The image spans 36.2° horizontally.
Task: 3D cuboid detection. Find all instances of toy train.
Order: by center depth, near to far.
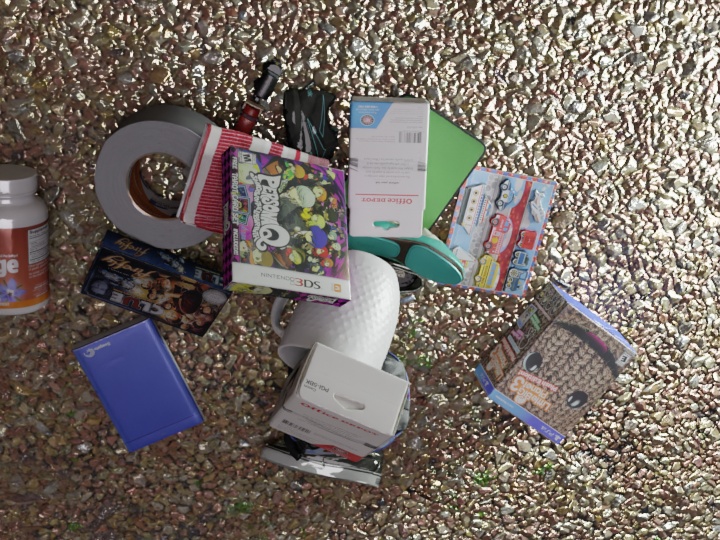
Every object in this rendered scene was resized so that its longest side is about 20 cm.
[{"bbox_3d":[-0.166,-0.215,1.606,0.034,0.046,0.200,26,105,-16],"label":"toy train"}]

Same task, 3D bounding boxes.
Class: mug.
[{"bbox_3d":[-0.042,0.063,1.608,0.148,0.200,0.176,53,54,-50],"label":"mug"}]

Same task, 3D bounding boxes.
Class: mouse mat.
[{"bbox_3d":[0.077,-0.150,1.682,0.161,0.008,0.200,31,106,-15],"label":"mouse mat"}]

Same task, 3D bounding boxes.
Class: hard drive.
[{"bbox_3d":[-0.349,0.179,1.742,0.132,0.025,0.200,-23,112,1],"label":"hard drive"}]

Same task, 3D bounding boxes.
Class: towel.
[{"bbox_3d":[-0.148,-0.113,1.552,0.200,0.023,0.144,14,98,-33],"label":"towel"}]

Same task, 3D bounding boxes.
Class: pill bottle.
[{"bbox_3d":[-0.506,-0.046,1.587,0.112,0.112,0.200,1,110,-9],"label":"pill bottle"}]

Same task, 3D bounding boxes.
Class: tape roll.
[{"bbox_3d":[-0.277,-0.133,1.584,0.200,0.066,0.201,3,118,5],"label":"tape roll"}]

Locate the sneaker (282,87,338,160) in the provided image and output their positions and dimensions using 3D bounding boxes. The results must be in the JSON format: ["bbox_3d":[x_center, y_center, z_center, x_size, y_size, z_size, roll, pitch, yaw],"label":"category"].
[{"bbox_3d":[-0.068,-0.170,1.623,0.079,0.075,0.200,-6,112,-8],"label":"sneaker"}]

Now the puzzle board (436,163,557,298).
[{"bbox_3d":[0.214,-0.058,1.737,0.151,0.017,0.200,9,109,-12],"label":"puzzle board"}]

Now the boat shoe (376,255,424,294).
[{"bbox_3d":[0.000,0.000,1.702,0.200,0.064,0.071,3,110,-9],"label":"boat shoe"}]

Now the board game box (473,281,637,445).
[{"bbox_3d":[0.314,0.150,1.788,0.159,0.097,0.200,34,102,-18],"label":"board game box"}]

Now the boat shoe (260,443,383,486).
[{"bbox_3d":[-0.062,0.304,1.807,0.200,0.071,0.064,13,77,-4],"label":"boat shoe"}]

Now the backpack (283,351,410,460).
[{"bbox_3d":[-0.021,0.204,1.712,0.190,0.154,0.200,3,73,-4],"label":"backpack"}]

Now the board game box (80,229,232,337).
[{"bbox_3d":[-0.303,0.022,1.647,0.200,0.035,0.136,21,141,-15],"label":"board game box"}]

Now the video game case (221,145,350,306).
[{"bbox_3d":[-0.101,-0.059,1.501,0.181,0.200,0.036,10,155,-30],"label":"video game case"}]

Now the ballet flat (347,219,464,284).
[{"bbox_3d":[0.071,-0.043,1.678,0.200,0.070,0.067,20,140,-3],"label":"ballet flat"}]

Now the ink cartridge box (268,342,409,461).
[{"bbox_3d":[-0.032,0.187,1.532,0.147,0.200,0.083,24,66,-6],"label":"ink cartridge box"}]

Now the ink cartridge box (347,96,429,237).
[{"bbox_3d":[0.038,-0.154,1.632,0.116,0.067,0.200,1,106,-4],"label":"ink cartridge box"}]
